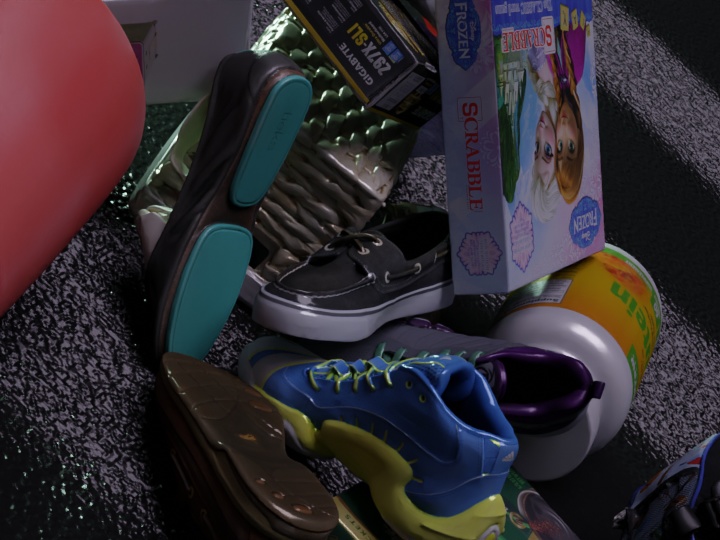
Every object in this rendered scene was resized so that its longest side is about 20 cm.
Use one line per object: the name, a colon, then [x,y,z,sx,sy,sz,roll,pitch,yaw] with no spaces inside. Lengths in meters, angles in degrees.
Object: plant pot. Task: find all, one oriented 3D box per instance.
plant pot: [-0.232,-0.056,1.135,0.200,0.200,0.178,34,38,-13]

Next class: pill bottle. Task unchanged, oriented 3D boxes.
pill bottle: [0.138,0.064,1.483,0.111,0.111,0.200,40,28,-1]

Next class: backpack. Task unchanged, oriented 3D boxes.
backpack: [0.237,0.203,1.365,0.200,0.154,0.191,52,31,-9]

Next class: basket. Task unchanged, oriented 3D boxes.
basket: [-0.047,-0.081,1.445,0.135,0.123,0.200,38,27,-8]

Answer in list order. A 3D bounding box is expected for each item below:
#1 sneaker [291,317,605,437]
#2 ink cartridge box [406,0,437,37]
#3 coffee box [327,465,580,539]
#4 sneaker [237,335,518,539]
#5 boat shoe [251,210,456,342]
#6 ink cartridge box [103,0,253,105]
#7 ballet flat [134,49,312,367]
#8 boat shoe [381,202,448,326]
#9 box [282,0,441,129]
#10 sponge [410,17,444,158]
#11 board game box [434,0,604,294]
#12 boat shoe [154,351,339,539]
sneaker: [0.049,0.060,1.325,0.199,0.088,0.075,3,80,-6]
ink cartridge box: [0.037,-0.194,1.486,0.163,0.057,0.200,49,-14,45]
coffee box: [0.053,0.169,1.296,0.123,0.044,0.200,47,28,15]
sneaker: [0.018,0.074,1.243,0.200,0.105,0.076,38,26,26]
boat shoe: [0.000,0.000,1.319,0.068,0.057,0.200,18,16,27]
ink cartridge box: [-0.177,-0.169,1.323,0.199,0.085,0.145,-5,40,-18]
ballet flat: [-0.091,-0.040,1.296,0.068,0.201,0.068,27,5,33]
boat shoe: [0.024,0.018,1.462,0.068,0.075,0.200,21,30,3]
box: [-0.021,-0.186,1.377,0.200,0.049,0.160,53,12,8]
sponge: [0.035,-0.130,1.582,0.112,0.030,0.200,41,-14,-16]
board game box: [0.108,-0.097,1.421,0.200,0.041,0.200,-21,109,-64]
boat shoe: [-0.078,0.111,1.198,0.072,0.068,0.200,19,18,-30]
